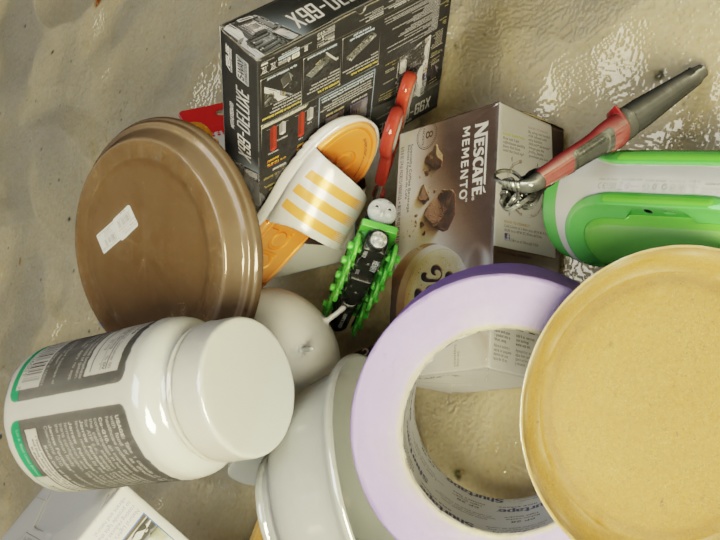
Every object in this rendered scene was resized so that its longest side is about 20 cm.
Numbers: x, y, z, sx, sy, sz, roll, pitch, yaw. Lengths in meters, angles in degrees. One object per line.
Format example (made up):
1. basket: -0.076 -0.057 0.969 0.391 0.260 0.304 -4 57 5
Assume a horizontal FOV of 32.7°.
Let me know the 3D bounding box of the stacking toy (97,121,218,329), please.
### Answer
1. stacking toy: -0.156 -0.047 1.007 0.201 0.115 0.110 113 145 -44

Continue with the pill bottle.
1. pill bottle: -0.151 0.095 0.874 0.199 0.113 0.114 -12 69 36

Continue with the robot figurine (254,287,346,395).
1. robot figurine: -0.096 0.087 0.998 0.199 0.113 0.170 -31 24 31

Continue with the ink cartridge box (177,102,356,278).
1. ink cartridge box: -0.089 -0.080 1.110 0.201 0.115 0.068 -120 22 -48

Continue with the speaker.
1. speaker: 0.218 -0.039 0.805 0.199 0.088 0.089 7 83 48

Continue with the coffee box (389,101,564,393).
1. coffee box: 0.088 -0.014 0.941 0.112 0.079 0.202 -11 70 48

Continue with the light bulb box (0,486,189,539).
1. light bulb box: -0.188 0.275 1.007 0.125 0.200 0.198 -51 18 -21

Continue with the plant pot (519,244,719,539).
1. plant pot: 0.191 0.085 0.744 0.027 0.198 0.202 -159 85 -84

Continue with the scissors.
1. scissors: 0.021 -0.079 1.035 0.201 0.014 0.074 101 -174 -52

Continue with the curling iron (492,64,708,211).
1. curling iron: 0.165 -0.095 0.826 0.049 0.199 0.026 13 132 58

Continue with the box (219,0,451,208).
1. box: -0.017 -0.159 0.974 0.050 0.199 0.158 43 151 27

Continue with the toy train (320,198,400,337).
1. toy train: 0.000 0.000 0.993 0.200 0.041 0.057 116 169 -66

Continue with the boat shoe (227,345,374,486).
1. boat shoe: -0.041 0.122 1.054 0.200 0.070 0.067 -38 38 37

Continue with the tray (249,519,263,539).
1. tray: -0.024 0.265 1.011 0.199 0.037 0.100 29 100 49

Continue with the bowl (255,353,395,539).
1. bowl: -0.017 0.169 0.896 0.090 0.201 0.203 -16 64 18

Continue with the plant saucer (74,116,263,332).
1. plant saucer: -0.155 -0.016 0.940 0.199 0.029 0.203 8 102 38

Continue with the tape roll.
1. tape roll: 0.096 0.099 0.813 0.198 0.085 0.202 1 96 9

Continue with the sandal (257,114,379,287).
1. sandal: -0.044 -0.030 0.985 0.207 0.079 0.059 -50 57 16
